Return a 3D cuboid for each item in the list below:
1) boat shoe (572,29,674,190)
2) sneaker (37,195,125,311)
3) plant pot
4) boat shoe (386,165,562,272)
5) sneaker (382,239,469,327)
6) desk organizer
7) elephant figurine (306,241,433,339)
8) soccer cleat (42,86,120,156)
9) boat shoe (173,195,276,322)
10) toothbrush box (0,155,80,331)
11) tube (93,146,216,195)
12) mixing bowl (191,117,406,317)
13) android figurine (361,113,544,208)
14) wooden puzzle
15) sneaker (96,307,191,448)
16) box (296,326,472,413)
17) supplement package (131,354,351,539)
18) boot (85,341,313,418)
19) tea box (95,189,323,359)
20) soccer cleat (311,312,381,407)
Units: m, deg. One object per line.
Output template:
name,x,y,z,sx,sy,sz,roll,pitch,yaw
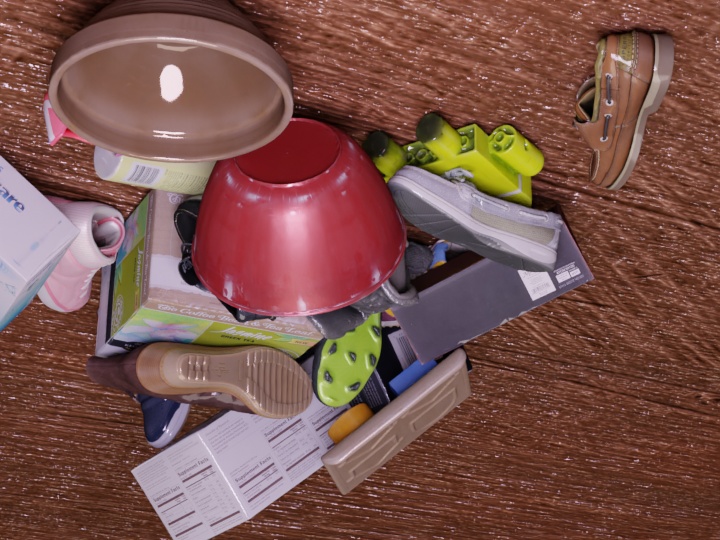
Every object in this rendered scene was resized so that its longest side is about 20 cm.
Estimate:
boat shoe,0.223,-0.146,1.428,0.068,0.072,0.200,6,145,-3
sneaker,-0.293,-0.013,1.692,0.104,0.076,0.200,2,151,9
plant pot,-0.155,-0.176,1.324,0.200,0.093,0.201,0,156,0
boat shoe,0.111,-0.058,1.534,0.202,0.065,0.074,23,166,-27
sneaker,0.074,0.004,1.750,0.199,0.075,0.090,-11,144,11
desk organizer,0.136,0.012,1.656,0.200,0.072,0.077,-27,-168,13
elephant figurine,0.000,0.000,1.591,0.200,0.155,0.141,39,168,-29
soccer cleat,-0.189,-0.129,1.442,0.200,0.077,0.067,12,153,-23
boat shoe,-0.138,-0.007,1.503,0.066,0.199,0.075,-23,135,-25
toothbrush box,-0.381,-0.026,1.581,0.146,0.085,0.200,44,144,-4
tube,-0.164,-0.097,1.554,0.200,0.052,0.058,11,-161,-40
mixing bowl,-0.061,-0.065,1.426,0.200,0.200,0.109,-2,132,5
android figurine,0.091,-0.090,1.569,0.182,0.041,0.200,-16,150,31
wooden puzzle,0.035,0.156,1.714,0.185,0.046,0.200,-37,165,-7
sneaker,-0.243,0.094,1.788,0.070,0.200,0.108,-25,138,38
box,0.005,0.121,1.887,0.148,0.105,0.200,-20,173,-42
supplement package,-0.125,0.203,1.789,0.200,0.111,0.156,-31,179,-42
boot,-0.168,0.112,1.686,0.200,0.073,0.166,17,166,-40
tea box,-0.156,0.020,1.692,0.200,0.134,0.197,11,155,-21
soccer cleat,-0.013,0.055,1.700,0.067,0.200,0.081,22,157,-18
